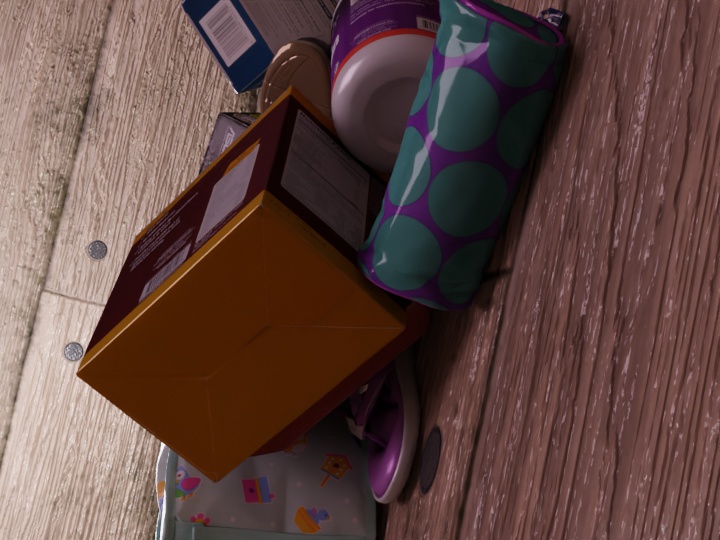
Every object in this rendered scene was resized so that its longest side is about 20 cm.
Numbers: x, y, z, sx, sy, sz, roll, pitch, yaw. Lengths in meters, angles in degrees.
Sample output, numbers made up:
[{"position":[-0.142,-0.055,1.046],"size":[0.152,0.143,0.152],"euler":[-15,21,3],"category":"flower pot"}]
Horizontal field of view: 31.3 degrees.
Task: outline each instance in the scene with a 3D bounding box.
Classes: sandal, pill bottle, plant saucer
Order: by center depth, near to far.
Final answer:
[{"position":[0.009,0.095,0.987],"size":[0.203,0.050,0.083],"euler":[-90,17,-51],"category":"sandal"},{"position":[-0.014,0.042,1.003],"size":[0.200,0.037,0.200],"euler":[-41,21,20],"category":"plant saucer"},{"position":[0.032,-0.169,1.023],"size":[0.200,0.112,0.113],"euler":[-92,18,-56],"category":"pill bottle"}]

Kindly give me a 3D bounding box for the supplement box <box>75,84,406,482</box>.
[{"position":[-0.078,0.006,0.952],"size":[0.197,0.133,0.200],"euler":[-40,20,24],"category":"supplement box"}]

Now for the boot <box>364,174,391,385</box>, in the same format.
[{"position":[0.000,0.000,1.140],"size":[0.200,0.076,0.156],"euler":[-82,13,-67],"category":"boot"}]

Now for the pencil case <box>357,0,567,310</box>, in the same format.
[{"position":[0.063,-0.076,0.820],"size":[0.092,0.085,0.200],"euler":[55,133,54],"category":"pencil case"}]

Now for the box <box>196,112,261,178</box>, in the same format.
[{"position":[-0.117,-0.066,1.345],"size":[0.160,0.044,0.200],"euler":[-10,-55,-60],"category":"box"}]

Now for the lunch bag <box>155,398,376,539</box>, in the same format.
[{"position":[-0.078,0.171,1.031],"size":[0.200,0.170,0.122],"euler":[-105,24,-66],"category":"lunch bag"}]

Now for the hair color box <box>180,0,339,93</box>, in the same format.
[{"position":[-0.066,-0.236,1.197],"size":[0.060,0.100,0.200],"euler":[-34,-3,36],"category":"hair color box"}]

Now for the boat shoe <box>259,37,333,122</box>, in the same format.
[{"position":[-0.041,-0.124,1.136],"size":[0.065,0.072,0.200],"euler":[-53,-29,-41],"category":"boat shoe"}]
